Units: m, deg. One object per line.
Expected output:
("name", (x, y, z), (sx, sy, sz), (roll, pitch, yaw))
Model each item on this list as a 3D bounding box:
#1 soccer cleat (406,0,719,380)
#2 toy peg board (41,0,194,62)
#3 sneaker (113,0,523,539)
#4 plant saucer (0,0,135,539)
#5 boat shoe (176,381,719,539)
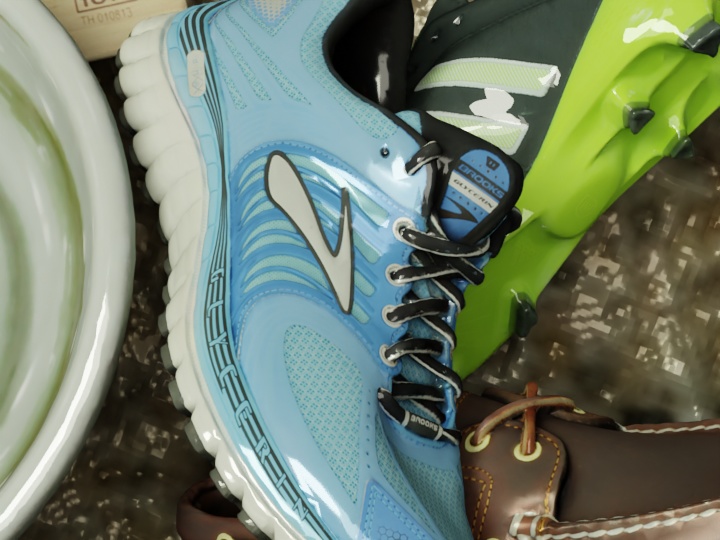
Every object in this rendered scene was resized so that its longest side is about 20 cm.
("soccer cleat", (0.027, -0.026, 0.813), (0.200, 0.067, 0.081), (-43, 51, 8))
("toy peg board", (-0.159, -0.148, 0.837), (0.199, 0.098, 0.200), (-11, 98, 4))
("sneaker", (0.000, 0.000, 0.727), (0.090, 0.078, 0.201), (-26, 58, 15))
("plant saucer", (-0.146, 0.007, 0.763), (0.199, 0.050, 0.201), (-4, 74, 16))
("boat shoe", (0.035, 0.066, 0.754), (0.199, 0.070, 0.071), (-17, 98, 31))
